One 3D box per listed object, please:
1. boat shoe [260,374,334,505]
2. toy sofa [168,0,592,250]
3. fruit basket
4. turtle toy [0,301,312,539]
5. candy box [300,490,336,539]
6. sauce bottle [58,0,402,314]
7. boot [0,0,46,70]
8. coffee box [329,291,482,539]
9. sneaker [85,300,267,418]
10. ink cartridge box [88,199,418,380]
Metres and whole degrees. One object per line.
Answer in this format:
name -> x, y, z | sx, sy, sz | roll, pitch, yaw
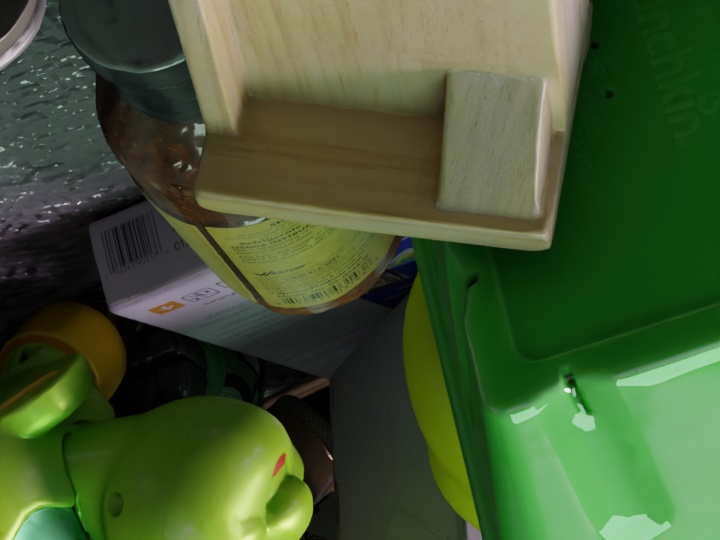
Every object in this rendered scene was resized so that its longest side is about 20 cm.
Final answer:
boat shoe -> -0.037, 0.077, 1.053 | 0.076, 0.072, 0.200 | -54, 174, 35
toy sofa -> 0.001, -0.091, 0.558 | 0.083, 0.098, 0.200 | 6, 156, 9
fruit basket -> 0.074, 0.001, 0.726 | 0.155, 0.216, 0.216 | -18, 163, 9
turtle toy -> -0.106, 0.085, 0.886 | 0.200, 0.101, 0.146 | -28, -167, 31
candy box -> -0.011, 0.163, 0.941 | 0.200, 0.136, 0.061 | -34, 140, -50
sauce bottle -> -0.031, -0.039, 0.743 | 0.066, 0.066, 0.200 | -16, 164, 4
boot -> -0.142, -0.028, 0.674 | 0.182, 0.073, 0.200 | -4, 158, 8
coffee box -> 0.096, 0.086, 0.942 | 0.200, 0.114, 0.080 | 17, 138, -24
sneaker -> -0.115, 0.074, 1.012 | 0.200, 0.078, 0.085 | -25, 163, 31
ink cartridge box -> 0.000, 0.000, 0.950 | 0.095, 0.037, 0.200 | -23, 159, 20
